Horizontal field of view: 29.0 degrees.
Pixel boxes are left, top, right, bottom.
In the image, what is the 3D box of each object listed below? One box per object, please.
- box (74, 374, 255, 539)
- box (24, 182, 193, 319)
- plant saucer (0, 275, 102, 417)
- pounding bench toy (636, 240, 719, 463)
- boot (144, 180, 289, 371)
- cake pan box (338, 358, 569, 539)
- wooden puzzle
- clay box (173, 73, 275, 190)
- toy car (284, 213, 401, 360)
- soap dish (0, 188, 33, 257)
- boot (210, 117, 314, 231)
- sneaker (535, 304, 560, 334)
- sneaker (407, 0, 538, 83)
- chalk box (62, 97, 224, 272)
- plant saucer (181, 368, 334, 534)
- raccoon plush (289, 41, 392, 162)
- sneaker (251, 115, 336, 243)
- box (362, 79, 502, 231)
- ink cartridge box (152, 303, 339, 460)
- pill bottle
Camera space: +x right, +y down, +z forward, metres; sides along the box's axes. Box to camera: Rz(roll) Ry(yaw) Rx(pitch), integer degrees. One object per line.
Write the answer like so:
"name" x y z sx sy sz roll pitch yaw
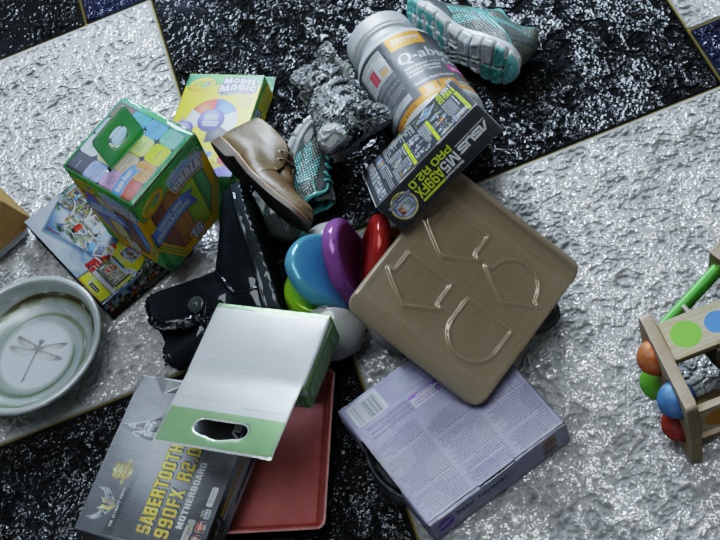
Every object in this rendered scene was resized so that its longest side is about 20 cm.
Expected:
"box" -0.206 0.223 1.552 0.158 0.048 0.200 10 60 21
"box" -0.331 -0.044 1.819 0.137 0.038 0.200 -40 55 -13
"plant saucer" -0.409 0.102 1.736 0.200 0.050 0.200 -8 55 11
"pounding bench toy" 0.366 0.076 1.483 0.156 0.124 0.200 -21 54 2
"boot" -0.187 0.006 1.692 0.168 0.076 0.200 -20 73 9
"cake pan box" 0.099 0.174 1.541 0.200 0.052 0.184 -36 53 -10
"wooden puzzle" 0.114 0.021 1.545 0.185 0.046 0.200 38 79 2
"clay box" -0.193 -0.196 1.876 0.115 0.048 0.200 3 59 18
"toy car" 0.000 0.000 1.624 0.200 0.150 0.175 -7 56 12
"soap dish" -0.562 -0.051 1.865 0.200 0.081 0.157 -43 56 -13
"boot" -0.105 -0.124 1.706 0.075 0.074 0.200 -37 52 -9
"sneaker" 0.149 -0.014 1.611 0.075 0.116 0.200 -38 55 -13
"sneaker" 0.151 -0.317 1.847 0.200 0.078 0.091 34 55 28
"chalk box" -0.264 -0.117 1.699 0.124 0.200 0.124 29 71 26
"plant saucer" -0.126 0.213 1.588 0.199 0.037 0.200 -6 55 13
"raccoon plush" -0.036 -0.215 1.691 0.097 0.200 0.134 -36 87 3
"sneaker" -0.063 -0.115 1.777 0.091 0.078 0.200 25 75 20
"box" 0.078 -0.136 1.601 0.160 0.044 0.200 -45 14 7
"ink cartridge box" -0.123 0.129 1.534 0.145 0.048 0.200 6 52 20
"pill bottle" 0.066 -0.239 1.788 0.116 0.116 0.200 -29 54 -4
